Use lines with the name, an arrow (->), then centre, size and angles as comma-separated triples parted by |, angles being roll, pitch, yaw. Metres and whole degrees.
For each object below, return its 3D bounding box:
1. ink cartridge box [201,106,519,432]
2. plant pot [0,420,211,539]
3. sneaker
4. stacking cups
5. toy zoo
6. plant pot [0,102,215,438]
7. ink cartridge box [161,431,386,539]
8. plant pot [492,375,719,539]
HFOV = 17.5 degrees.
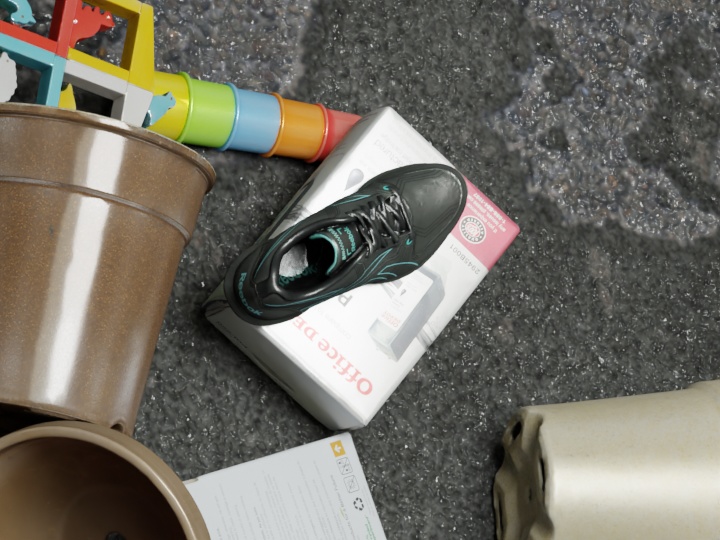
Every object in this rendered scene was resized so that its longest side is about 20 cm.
ink cartridge box -> 0.000, 0.000, 1.750 | 0.146, 0.085, 0.200 | 42, 75, -9
plant pot -> -0.179, 0.193, 1.557 | 0.202, 0.200, 0.093 | 60, 21, 1
sneaker -> 0.000, -0.018, 1.667 | 0.199, 0.079, 0.076 | -30, 92, -19
stacking cups -> -0.086, -0.115, 1.779 | 0.199, 0.060, 0.061 | 7, 70, -25
toy zoo -> -0.220, -0.150, 1.659 | 0.199, 0.020, 0.132 | 19, 69, -31
plant pot -> -0.212, 0.011, 1.604 | 0.199, 0.200, 0.200 | 15, 74, -23
ink cartridge box -> -0.055, 0.232, 1.670 | 0.199, 0.047, 0.199 | -13, 81, -42
plant pot -> 0.206, 0.172, 1.780 | 0.182, 0.200, 0.202 | 3, 72, -15
